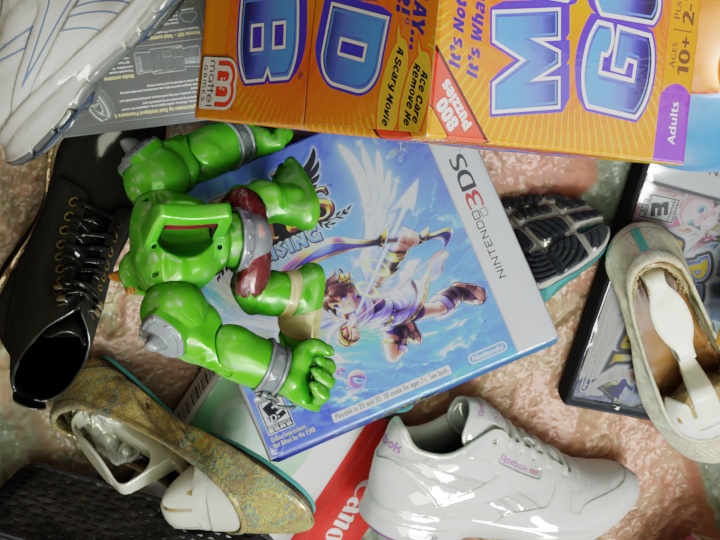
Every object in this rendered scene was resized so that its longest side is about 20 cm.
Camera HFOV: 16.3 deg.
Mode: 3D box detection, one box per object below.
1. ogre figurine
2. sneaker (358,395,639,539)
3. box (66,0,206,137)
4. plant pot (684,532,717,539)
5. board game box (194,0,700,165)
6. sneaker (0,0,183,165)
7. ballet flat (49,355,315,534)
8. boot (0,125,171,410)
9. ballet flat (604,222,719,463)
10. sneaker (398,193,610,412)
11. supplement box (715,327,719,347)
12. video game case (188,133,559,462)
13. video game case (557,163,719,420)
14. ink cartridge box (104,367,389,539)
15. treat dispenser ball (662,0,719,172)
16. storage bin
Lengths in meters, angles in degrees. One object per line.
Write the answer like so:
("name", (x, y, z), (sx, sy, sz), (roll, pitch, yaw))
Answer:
("ogre figurine", (-0.084, -0.015, 1.510), (0.120, 0.098, 0.200), (5, 80, -28))
("sneaker", (0.101, 0.135, 1.696), (0.200, 0.075, 0.100), (0, 113, -21))
("box", (-0.114, -0.169, 1.504), (0.200, 0.044, 0.160), (-7, 104, 5))
("plant pot", (0.251, 0.289, 1.749), (0.200, 0.200, 0.179), (23, 91, -19))
("board game box", (0.053, -0.170, 1.407), (0.200, 0.200, 0.200), (3, 93, -41))
("sneaker", (-0.161, -0.153, 1.453), (0.087, 0.075, 0.200), (44, 101, -2))
("ballet flat", (-0.120, 0.126, 1.605), (0.071, 0.200, 0.071), (-41, 149, -31))
("boot", (-0.165, -0.018, 1.553), (0.077, 0.138, 0.200), (18, 107, -17))
("ballet flat", (0.212, 0.061, 1.674), (0.067, 0.062, 0.200), (-27, 116, 2))
("sneaker", (0.077, 0.021, 1.665), (0.200, 0.078, 0.080), (-34, 144, 0))
("supplement box", (0.337, 0.039, 1.680), (0.200, 0.067, 0.069), (1, 115, -35))
("video game case", (0.000, 0.000, 1.596), (0.200, 0.045, 0.181), (-23, 82, 0))
("video game case", (0.248, 0.015, 1.709), (0.180, 0.026, 0.200), (11, 110, -15))
("ink cartridge box", (-0.049, 0.157, 1.702), (0.200, 0.050, 0.161), (28, 105, -18))
("treat dispenser ball", (0.211, -0.160, 1.530), (0.201, 0.201, 0.201), (-4, 114, -9))
("storage bin", (-0.161, 0.223, 1.630), (0.200, 0.094, 0.135), (15, 117, 18))
